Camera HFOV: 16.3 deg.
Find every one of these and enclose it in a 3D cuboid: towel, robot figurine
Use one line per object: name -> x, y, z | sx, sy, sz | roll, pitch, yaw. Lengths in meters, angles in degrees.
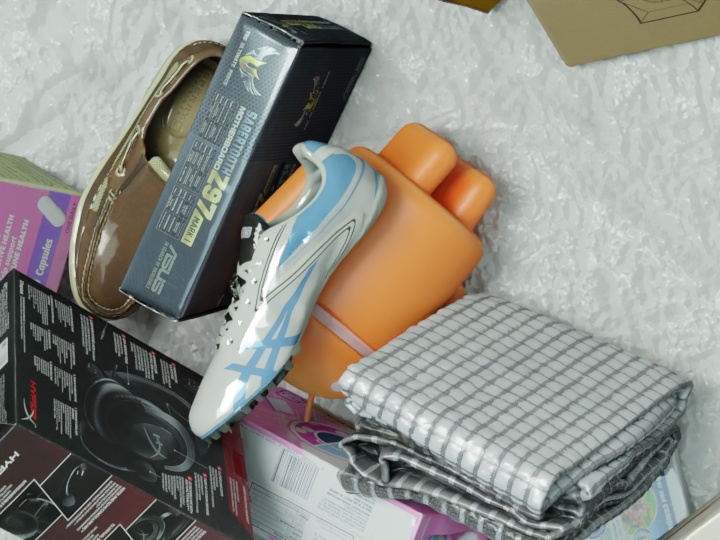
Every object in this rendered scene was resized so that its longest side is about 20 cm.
towel -> 0.095, 0.100, 1.571 | 0.165, 0.200, 0.086 | 25, 120, 23
robot figurine -> 0.001, 0.001, 1.633 | 0.117, 0.144, 0.200 | 40, 90, 24

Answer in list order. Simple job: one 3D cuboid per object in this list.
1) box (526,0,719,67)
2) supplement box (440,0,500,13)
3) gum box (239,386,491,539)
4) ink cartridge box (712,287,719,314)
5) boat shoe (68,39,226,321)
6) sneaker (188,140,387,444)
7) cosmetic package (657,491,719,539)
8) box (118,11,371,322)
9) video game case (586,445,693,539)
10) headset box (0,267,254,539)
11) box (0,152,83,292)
box -> 0.178, -0.187, 1.533 | 0.163, 0.200, 0.021 | -11, 69, 15
supplement box -> 0.077, -0.282, 1.551 | 0.200, 0.197, 0.133 | -45, 77, 15
gum box -> -0.015, 0.146, 1.639 | 0.200, 0.113, 0.066 | 26, 102, 28
ink cartridge box -> 0.343, 0.017, 1.557 | 0.200, 0.084, 0.146 | 36, 103, 12
boat shoe -> -0.138, -0.062, 1.674 | 0.075, 0.075, 0.203 | 21, 87, -16
sneaker -> -0.057, 0.012, 1.541 | 0.072, 0.072, 0.200 | 30, 82, -9
cosmetic package -> 0.224, 0.210, 1.592 | 0.200, 0.087, 0.103 | -40, 86, 7
box -> -0.073, -0.070, 1.639 | 0.051, 0.158, 0.200 | 27, 101, 14
video game case -> 0.126, 0.188, 1.673 | 0.200, 0.018, 0.143 | -14, 90, 18
headset box -> -0.152, 0.110, 1.529 | 0.200, 0.149, 0.077 | 33, 117, -30
box -> -0.311, 0.003, 1.687 | 0.097, 0.200, 0.176 | 29, 104, 50
